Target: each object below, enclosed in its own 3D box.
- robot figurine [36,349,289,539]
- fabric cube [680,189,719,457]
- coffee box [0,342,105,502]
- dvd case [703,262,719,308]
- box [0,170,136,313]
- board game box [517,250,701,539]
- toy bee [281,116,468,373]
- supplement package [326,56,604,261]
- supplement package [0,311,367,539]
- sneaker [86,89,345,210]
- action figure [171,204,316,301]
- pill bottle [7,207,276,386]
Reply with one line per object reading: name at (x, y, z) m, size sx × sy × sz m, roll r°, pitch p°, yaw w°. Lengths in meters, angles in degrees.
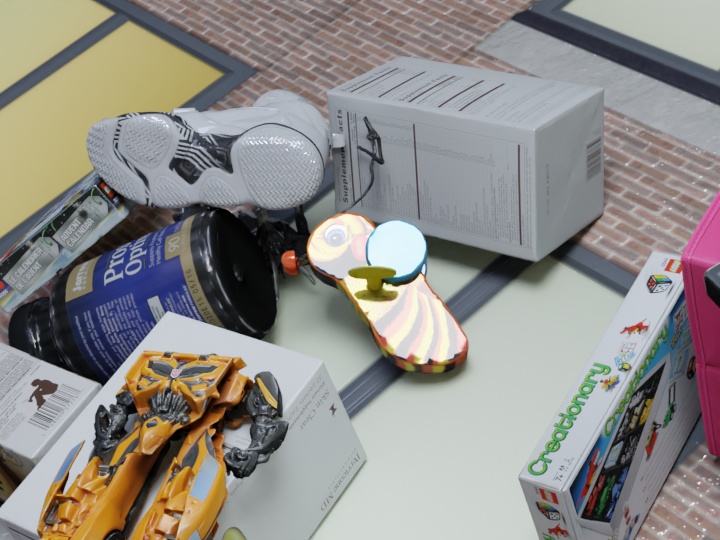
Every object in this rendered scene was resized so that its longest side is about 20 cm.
robot figurine at (-0.131, 0.127, 0.950) m, size 0.145 × 0.058 × 0.200 m, roll 2°, pitch 48°, yaw 24°
fabric cube at (0.340, 0.016, 0.928) m, size 0.199 × 0.200 × 0.196 m, roll 15°, pitch 52°, yaw 32°
coffee box at (-0.271, 0.122, 1.143) m, size 0.200 × 0.113 × 0.080 m, roll 16°, pitch 54°, yaw 36°
dvd case at (0.310, 0.002, 0.791) m, size 0.200 × 0.025 × 0.150 m, roll -28°, pitch 45°, yaw -7°
box at (-0.238, -0.050, 1.274) m, size 0.137 × 0.040 × 0.200 m, roll -38°, pitch 12°, yaw 17°
board game box at (0.174, 0.101, 0.963) m, size 0.035 × 0.126 × 0.200 m, roll 14°, pitch 52°, yaw 33°
toy bee at (0.000, 0.000, 1.143) m, size 0.108 × 0.131 × 0.200 m, roll -23°, pitch 54°, yaw -3°
supplement package at (0.085, -0.096, 1.199) m, size 0.200 × 0.114 × 0.109 m, roll 16°, pitch 32°, yaw 34°
supplement package at (-0.121, 0.151, 1.048) m, size 0.155 × 0.111 × 0.200 m, roll 15°, pitch 54°, yaw 35°
sneaker at (-0.110, -0.098, 1.177) m, size 0.199 × 0.075 × 0.115 m, roll 7°, pitch 22°, yaw 17°
action figure at (-0.104, -0.055, 1.269) m, size 0.119 × 0.102 × 0.200 m, roll -30°, pitch 38°, yaw -11°
pill bottle at (-0.177, 0.034, 1.185) m, size 0.199 × 0.112 × 0.112 m, roll -22°, pitch 40°, yaw 18°
